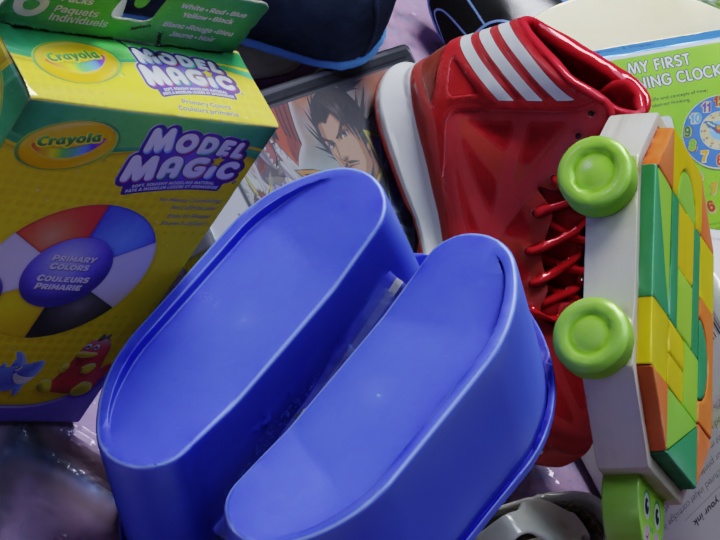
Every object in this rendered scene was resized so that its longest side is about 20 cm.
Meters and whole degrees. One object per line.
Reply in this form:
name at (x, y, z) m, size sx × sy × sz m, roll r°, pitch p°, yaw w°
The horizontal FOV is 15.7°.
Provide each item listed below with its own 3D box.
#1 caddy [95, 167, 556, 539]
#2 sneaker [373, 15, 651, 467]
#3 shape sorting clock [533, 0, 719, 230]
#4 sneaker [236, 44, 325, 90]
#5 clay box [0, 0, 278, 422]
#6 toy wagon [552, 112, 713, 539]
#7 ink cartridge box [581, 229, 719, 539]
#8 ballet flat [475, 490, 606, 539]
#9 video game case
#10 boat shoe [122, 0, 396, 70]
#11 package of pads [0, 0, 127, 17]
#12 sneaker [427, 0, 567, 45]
caddy at (-0.012, 0.060, 1.021) m, size 0.141 × 0.105 × 0.200 m, roll 29°, pitch 64°, yaw 27°
sneaker at (0.085, -0.019, 1.168) m, size 0.078 × 0.115 × 0.201 m, roll -17°, pitch 82°, yaw -54°
shape sorting clock at (0.145, -0.049, 1.329) m, size 0.198 × 0.039 × 0.202 m, roll 2°, pitch 76°, yaw -7°
sneaker at (-0.069, -0.103, 1.241) m, size 0.099 × 0.075 × 0.199 m, roll 39°, pitch 23°, yaw 31°
clay box at (-0.116, -0.023, 0.987) m, size 0.114 × 0.200 × 0.048 m, roll 3°, pitch 46°, yaw -40°
toy wagon at (0.120, 0.040, 1.100) m, size 0.155 × 0.039 × 0.201 m, roll 44°, pitch 45°, yaw -62°
ink cartridge box at (0.177, 0.092, 1.199) m, size 0.067 × 0.116 × 0.201 m, roll 8°, pitch 44°, yaw -42°
ballet flat at (0.035, 0.124, 1.076) m, size 0.199 × 0.070 × 0.070 m, roll -9°, pitch 55°, yaw -48°
video game case at (0.000, 0.000, 1.170) m, size 0.200 × 0.025 × 0.182 m, roll -24°, pitch 88°, yaw -53°
boat shoe at (-0.078, -0.152, 1.173) m, size 0.199 × 0.069 × 0.084 m, roll 10°, pitch 34°, yaw -22°
package of pads at (-0.200, -0.100, 1.053) m, size 0.199 × 0.156 × 0.068 m, roll 20°, pitch -6°, yaw -24°
sneaker at (0.103, -0.091, 1.393) m, size 0.200 × 0.070 × 0.078 m, roll 45°, pitch 29°, yaw 10°
